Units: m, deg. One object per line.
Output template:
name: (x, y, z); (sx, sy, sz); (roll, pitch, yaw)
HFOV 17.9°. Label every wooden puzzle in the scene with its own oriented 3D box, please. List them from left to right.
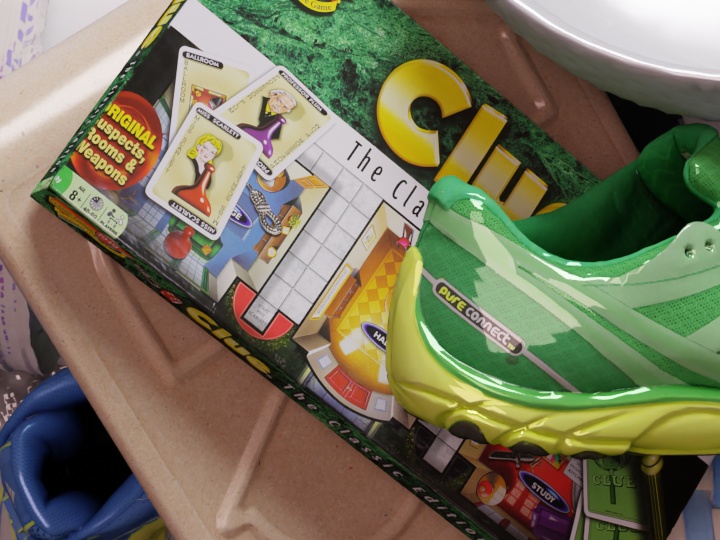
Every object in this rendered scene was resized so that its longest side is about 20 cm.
wooden puzzle: (0.000, 0.000, 0.660); (0.185, 0.046, 0.201); (-35, 96, -23)

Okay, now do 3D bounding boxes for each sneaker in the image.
sneaker: (-0.095, 0.061, 0.752); (0.200, 0.105, 0.076); (-32, 74, 40)
sneaker: (0.106, 0.004, 0.600); (0.199, 0.074, 0.084); (-1, 101, -17)

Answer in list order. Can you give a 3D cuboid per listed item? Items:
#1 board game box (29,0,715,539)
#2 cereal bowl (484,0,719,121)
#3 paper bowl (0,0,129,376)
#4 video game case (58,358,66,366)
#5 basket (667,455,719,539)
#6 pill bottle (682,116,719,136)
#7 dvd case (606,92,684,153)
board game box: (0.018, 0.000, 0.631); (0.200, 0.023, 0.105); (38, 69, -13)
cereal bowl: (0.112, -0.129, 0.623); (0.199, 0.083, 0.201); (-4, 73, 13)
paper bowl: (-0.099, -0.067, 0.729); (0.104, 0.201, 0.202); (8, 86, 0)
video game case: (-0.067, -0.059, 0.836); (0.181, 0.023, 0.201); (11, 88, 12)
basket: (0.042, 0.123, 0.720); (0.199, 0.139, 0.177); (-8, 51, 13)
pill bottle: (0.199, -0.058, 0.680); (0.199, 0.116, 0.116); (-19, 81, 10)
dvd case: (0.128, -0.100, 0.735); (0.150, 0.025, 0.201); (-21, 120, 12)
